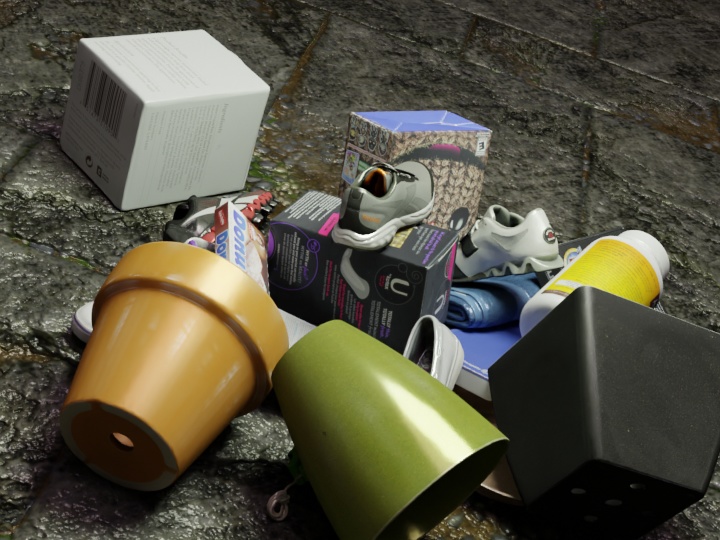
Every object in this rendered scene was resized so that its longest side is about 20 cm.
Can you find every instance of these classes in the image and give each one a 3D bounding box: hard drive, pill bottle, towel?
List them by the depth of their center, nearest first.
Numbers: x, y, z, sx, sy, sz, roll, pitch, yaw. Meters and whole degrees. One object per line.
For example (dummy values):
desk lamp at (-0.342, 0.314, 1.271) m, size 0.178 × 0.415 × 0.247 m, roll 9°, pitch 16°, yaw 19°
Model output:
pill bottle at (0.283, 0.032, 1.600) m, size 0.109 × 0.109 × 0.200 m, roll 34°, pitch 49°, yaw 22°
hard drive at (0.164, 0.102, 1.616) m, size 0.132 × 0.025 × 0.200 m, roll 25°, pitch 22°, yaw 34°
towel at (0.175, 0.034, 1.715) m, size 0.200 × 0.049 × 0.112 m, roll -7°, pitch 14°, yaw -40°

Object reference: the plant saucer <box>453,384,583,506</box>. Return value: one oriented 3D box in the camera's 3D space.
plant saucer at (0.161, 0.197, 1.504) m, size 0.200 × 0.037 × 0.201 m, roll 14°, pitch 33°, yaw -9°

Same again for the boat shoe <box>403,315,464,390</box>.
boat shoe at (0.060, 0.135, 1.455) m, size 0.072 × 0.069 × 0.200 m, roll -6°, pitch 46°, yaw 39°

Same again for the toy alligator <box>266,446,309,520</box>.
toy alligator at (-0.047, 0.184, 1.399) m, size 0.054 × 0.059 × 0.200 m, roll -5°, pitch 31°, yaw 47°

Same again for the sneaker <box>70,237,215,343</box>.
sneaker at (-0.225, 0.016, 1.502) m, size 0.200 × 0.114 × 0.073 m, roll -14°, pitch 46°, yaw -41°

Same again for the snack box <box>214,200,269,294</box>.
snack box at (-0.129, 0.011, 1.482) m, size 0.072 × 0.024 × 0.200 m, roll 46°, pitch 22°, yaw -35°

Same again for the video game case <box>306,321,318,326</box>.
video game case at (-0.019, 0.055, 1.643) m, size 0.199 × 0.019 × 0.143 m, roll 6°, pitch 34°, yaw -23°

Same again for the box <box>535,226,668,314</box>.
box at (0.319, 0.052, 1.720) m, size 0.160 × 0.044 × 0.200 m, roll -13°, pitch 74°, yaw -43°

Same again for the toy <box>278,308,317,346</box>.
toy at (-0.083, 0.101, 1.500) m, size 0.200 × 0.047 × 0.115 m, roll 28°, pitch 38°, yaw -11°

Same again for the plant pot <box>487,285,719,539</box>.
plant pot at (0.261, 0.164, 1.406) m, size 0.200 × 0.200 × 0.178 m, roll 19°, pitch 52°, yaw -18°

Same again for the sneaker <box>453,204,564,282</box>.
sneaker at (0.159, -0.034, 1.656) m, size 0.200 × 0.089 × 0.074 m, roll -10°, pitch 3°, yaw 43°

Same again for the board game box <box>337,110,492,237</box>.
board game box at (0.063, -0.095, 1.730) m, size 0.159 × 0.201 × 0.097 m, roll -6°, pitch 24°, yaw -34°

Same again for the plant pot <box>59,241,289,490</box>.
plant pot at (-0.196, 0.106, 1.324) m, size 0.200 × 0.200 × 0.183 m, roll 23°, pitch 47°, yaw 6°

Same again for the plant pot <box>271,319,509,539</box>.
plant pot at (0.008, 0.152, 1.309) m, size 0.187 × 0.187 × 0.200 m, roll -20°, pitch 61°, yaw -46°

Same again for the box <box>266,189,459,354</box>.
box at (0.000, 0.000, 1.576) m, size 0.200 × 0.123 × 0.106 m, roll 18°, pitch 30°, yaw 19°

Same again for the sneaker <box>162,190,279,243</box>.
sneaker at (-0.176, -0.062, 1.687) m, size 0.098 × 0.071 × 0.200 m, roll 30°, pitch 34°, yaw 12°

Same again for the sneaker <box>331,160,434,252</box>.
sneaker at (0.035, -0.089, 1.536) m, size 0.074 × 0.080 × 0.200 m, roll 16°, pitch 28°, yaw 19°

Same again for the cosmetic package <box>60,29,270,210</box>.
cosmetic package at (-0.256, -0.200, 1.767) m, size 0.200 × 0.165 × 0.165 m, roll -12°, pitch 44°, yaw -40°
